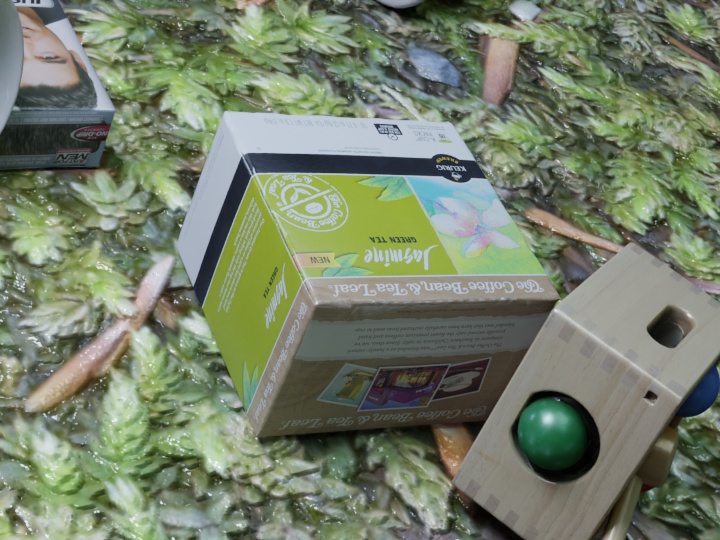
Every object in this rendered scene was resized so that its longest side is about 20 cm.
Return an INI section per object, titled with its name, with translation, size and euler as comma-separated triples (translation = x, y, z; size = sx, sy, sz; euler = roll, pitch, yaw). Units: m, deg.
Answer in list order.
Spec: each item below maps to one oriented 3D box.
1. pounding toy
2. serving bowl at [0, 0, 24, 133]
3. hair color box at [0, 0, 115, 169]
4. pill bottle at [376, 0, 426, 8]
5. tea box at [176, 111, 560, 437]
[pounding toy]
translation = 0.165, 0.119, 1.080
size = 0.142, 0.185, 0.200
euler = 35, 30, 14
[serving bowl]
translation = -0.323, -0.129, 1.067
size = 0.066, 0.202, 0.199
euler = 34, 37, 28
[hair color box]
translation = -0.274, -0.166, 1.244
size = 0.098, 0.061, 0.201
euler = -4, 47, -33
[pill bottle]
translation = 0.084, -0.342, 1.607
size = 0.113, 0.114, 0.199
euler = 39, 40, 17
[tea box]
translation = 0.000, 0.000, 1.143
size = 0.198, 0.134, 0.198
euler = -1, 45, -31
